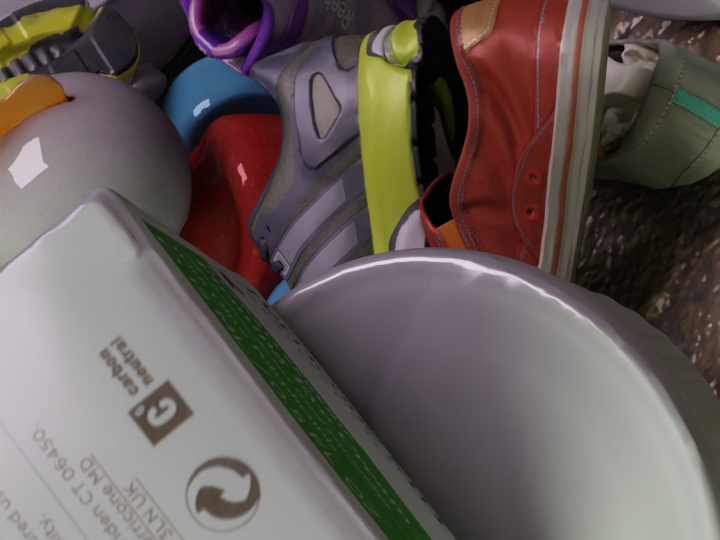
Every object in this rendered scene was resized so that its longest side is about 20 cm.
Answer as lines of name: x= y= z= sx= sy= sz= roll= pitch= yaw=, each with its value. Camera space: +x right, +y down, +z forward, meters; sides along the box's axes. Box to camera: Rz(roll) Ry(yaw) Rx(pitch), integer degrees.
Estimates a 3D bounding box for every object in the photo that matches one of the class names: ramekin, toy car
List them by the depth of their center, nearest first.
ramekin: x=0.043 y=0.090 z=0.901 sx=0.202 sy=0.094 sz=0.203 roll=2 pitch=95 yaw=25
toy car: x=-0.112 y=-0.013 z=1.104 sx=0.177 sy=0.200 sz=0.184 roll=-48 pitch=41 yaw=21

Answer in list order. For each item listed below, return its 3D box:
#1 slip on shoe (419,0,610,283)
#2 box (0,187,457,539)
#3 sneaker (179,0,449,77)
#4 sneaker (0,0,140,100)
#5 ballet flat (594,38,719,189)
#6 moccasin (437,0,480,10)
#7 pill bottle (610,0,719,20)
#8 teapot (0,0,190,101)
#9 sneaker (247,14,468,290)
slip on shoe: x=0.052 y=-0.014 z=0.968 sx=0.074 sy=0.061 sz=0.200 roll=-71 pitch=-12 yaw=-56
box: x=-0.072 y=0.121 z=0.786 sx=0.200 sy=0.171 sz=0.199 roll=-40 pitch=76 yaw=2
sneaker: x=-0.029 y=-0.113 z=1.059 sx=0.080 sy=0.200 sz=0.089 roll=33 pitch=82 yaw=26
sneaker: x=-0.188 y=-0.050 z=1.158 sx=0.075 sy=0.200 sz=0.085 roll=58 pitch=158 yaw=33
ballet flat: x=0.066 y=-0.069 z=1.038 sx=0.200 sy=0.064 sz=0.067 roll=4 pitch=74 yaw=50
moccasin: x=0.018 y=-0.169 z=1.141 sx=0.078 sy=0.074 sz=0.201 roll=-57 pitch=36 yaw=-3
pill bottle: x=0.130 y=-0.206 z=1.002 sx=0.106 sy=0.106 sz=0.200 roll=-8 pitch=65 yaw=47
teapot: x=-0.141 y=-0.142 z=1.251 sx=0.197 sy=0.200 sz=0.146 roll=-37 pitch=79 yaw=-2
sneaker: x=0.000 y=0.000 z=1.021 sx=0.081 sy=0.074 sz=0.200 roll=3 pitch=100 yaw=24
